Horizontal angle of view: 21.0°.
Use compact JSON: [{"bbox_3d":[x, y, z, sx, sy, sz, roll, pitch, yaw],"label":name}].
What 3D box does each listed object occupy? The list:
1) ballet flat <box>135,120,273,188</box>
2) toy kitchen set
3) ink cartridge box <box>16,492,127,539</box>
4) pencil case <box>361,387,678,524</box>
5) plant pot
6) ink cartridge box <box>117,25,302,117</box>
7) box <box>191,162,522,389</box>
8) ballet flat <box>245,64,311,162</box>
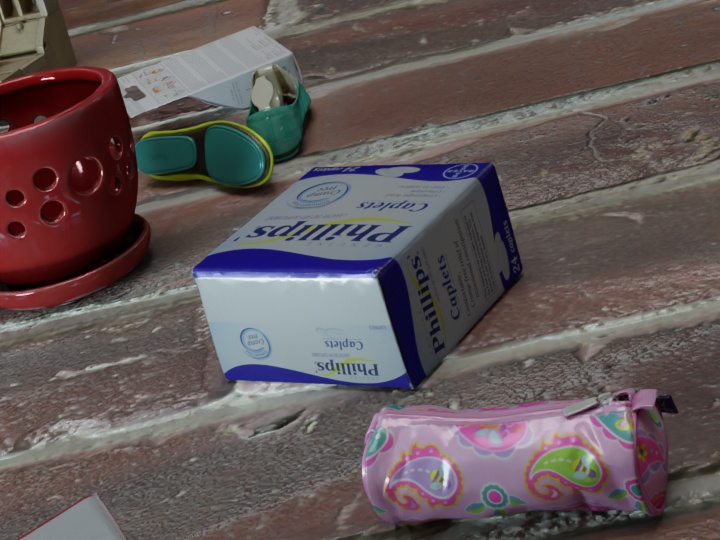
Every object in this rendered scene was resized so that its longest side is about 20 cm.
[{"bbox_3d":[-0.147,-0.122,1.989,0.200,0.067,0.067,4,11,41],"label":"ballet flat"},{"bbox_3d":[-0.490,-0.297,2.436,0.163,0.181,0.200,-8,20,20],"label":"toy kitchen set"},{"bbox_3d":[-0.142,0.239,0.979,0.145,0.200,0.083,-32,30,-13],"label":"ink cartridge box"},{"bbox_3d":[0.103,0.120,1.260,0.199,0.088,0.087,-6,25,22],"label":"pencil case"},{"bbox_3d":[-0.300,-0.076,1.821,0.200,0.183,0.201,-13,24,6],"label":"plant pot"},{"bbox_3d":[-0.183,-0.215,2.241,0.199,0.050,0.161,-25,25,-10],"label":"ink cartridge box"},{"bbox_3d":[0.000,0.000,1.565,0.183,0.105,0.200,0,28,33],"label":"box"},{"bbox_3d":[-0.090,-0.182,2.070,0.067,0.071,0.200,-14,23,4],"label":"ballet flat"}]
